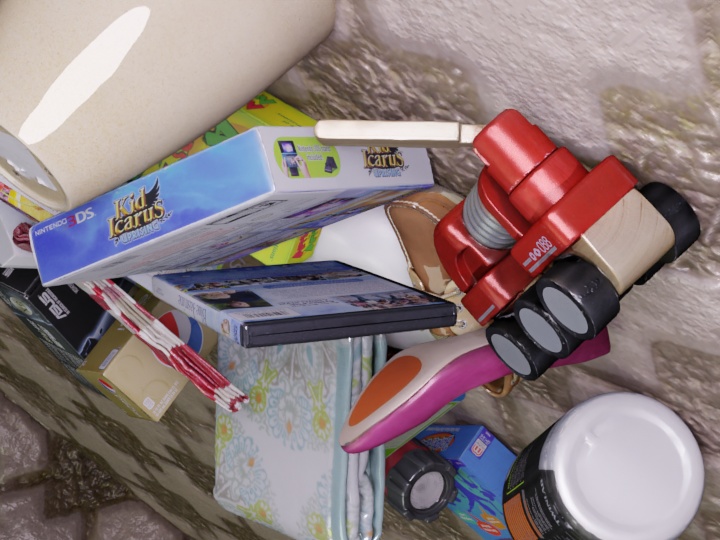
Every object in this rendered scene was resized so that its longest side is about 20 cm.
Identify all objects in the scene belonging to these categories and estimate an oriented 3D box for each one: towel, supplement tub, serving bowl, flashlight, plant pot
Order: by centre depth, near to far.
[{"bbox_3d":[-0.149,-0.139,0.973,0.187,0.200,0.187,34,159,15],"label":"plant pot"},{"bbox_3d":[-0.183,0.037,1.243,0.200,0.023,0.144,42,171,-20],"label":"towel"},{"bbox_3d":[0.181,0.174,1.243,0.122,0.123,0.200,36,162,4],"label":"supplement tub"},{"bbox_3d":[0.000,0.000,1.248,0.200,0.066,0.200,33,160,14],"label":"serving bowl"},{"bbox_3d":[-0.049,0.115,1.263,0.048,0.200,0.171,-6,-166,-41],"label":"towel"},{"bbox_3d":[0.015,0.172,1.535,0.200,0.068,0.068,31,138,52],"label":"flashlight"}]

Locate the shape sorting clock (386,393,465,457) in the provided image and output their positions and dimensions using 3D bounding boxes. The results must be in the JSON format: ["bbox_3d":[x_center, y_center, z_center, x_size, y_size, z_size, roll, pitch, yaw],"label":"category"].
[{"bbox_3d":[0.001,0.131,1.388,0.039,0.200,0.200,62,169,21],"label":"shape sorting clock"}]

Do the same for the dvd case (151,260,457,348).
[{"bbox_3d":[-0.042,0.019,1.048,0.200,0.142,0.018,-160,68,-65],"label":"dvd case"}]

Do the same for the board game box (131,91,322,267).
[{"bbox_3d":[-0.112,-0.094,1.174,0.200,0.048,0.102,32,120,16],"label":"board game box"}]

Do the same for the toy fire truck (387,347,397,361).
[{"bbox_3d":[-0.058,0.097,1.415,0.112,0.168,0.200,30,160,19],"label":"toy fire truck"}]

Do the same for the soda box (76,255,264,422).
[{"bbox_3d":[-0.152,0.032,1.380,0.068,0.200,0.064,45,159,-23],"label":"soda box"}]

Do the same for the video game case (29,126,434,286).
[{"bbox_3d":[-0.082,-0.043,1.038,0.200,0.181,0.046,-19,83,33],"label":"video game case"}]

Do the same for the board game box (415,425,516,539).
[{"bbox_3d":[0.142,0.230,1.559,0.200,0.045,0.152,42,160,-14],"label":"board game box"}]

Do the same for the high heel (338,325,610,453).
[{"bbox_3d":[0.082,0.080,1.089,0.096,0.200,0.067,52,178,-23],"label":"high heel"}]

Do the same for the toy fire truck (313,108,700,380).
[{"bbox_3d":[0.076,-0.037,0.971,0.200,0.129,0.176,48,162,5],"label":"toy fire truck"}]

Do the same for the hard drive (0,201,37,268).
[{"bbox_3d":[-0.261,-0.060,1.383,0.200,0.027,0.132,3,-125,-58],"label":"hard drive"}]

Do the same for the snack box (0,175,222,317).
[{"bbox_3d":[-0.222,-0.056,1.247,0.200,0.068,0.169,34,177,-32],"label":"snack box"}]

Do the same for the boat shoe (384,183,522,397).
[{"bbox_3d":[0.076,0.018,1.131,0.076,0.074,0.200,6,146,44],"label":"boat shoe"}]

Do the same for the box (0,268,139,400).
[{"bbox_3d":[-0.250,0.009,1.560,0.086,0.164,0.200,21,155,40],"label":"box"}]
